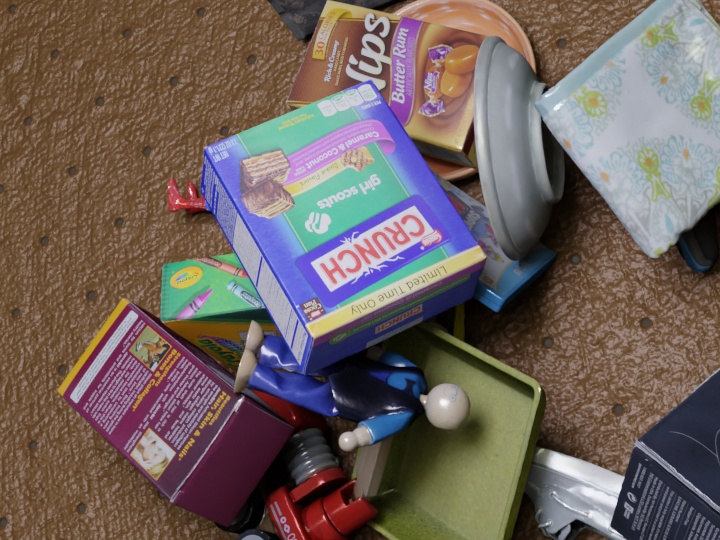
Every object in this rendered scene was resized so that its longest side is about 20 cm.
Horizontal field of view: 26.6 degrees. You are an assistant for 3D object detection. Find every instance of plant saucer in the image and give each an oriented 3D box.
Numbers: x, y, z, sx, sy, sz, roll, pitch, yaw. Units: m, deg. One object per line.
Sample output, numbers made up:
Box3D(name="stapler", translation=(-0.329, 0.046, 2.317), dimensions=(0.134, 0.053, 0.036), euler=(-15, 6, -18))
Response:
Box3D(name="plant saucer", translation=(0.082, -0.177, 1.515), dimensions=(0.198, 0.037, 0.202), euler=(-7, 70, 20))
Box3D(name="plant saucer", translation=(0.083, 0.158, 1.345), dimensions=(0.199, 0.048, 0.201), euler=(27, 108, 47))
Box3D(name="plant saucer", translation=(0.148, -0.111, 1.358), dimensions=(0.050, 0.200, 0.202), euler=(-5, 71, 17))

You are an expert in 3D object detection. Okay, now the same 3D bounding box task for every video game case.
Box3D(name="video game case", translation=(0.073, -0.044, 1.398), dimensions=(0.199, 0.143, 0.018), euler=(35, 119, 13))

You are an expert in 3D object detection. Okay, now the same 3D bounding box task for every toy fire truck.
Box3D(name="toy fire truck", translation=(-0.046, 0.173, 1.390), dimensions=(0.199, 0.129, 0.177), euler=(-33, 63, 12))

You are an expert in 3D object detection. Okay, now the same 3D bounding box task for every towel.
Box3D(name="towel", translation=(0.268, -0.133, 1.325), dimensions=(0.200, 0.048, 0.172), euler=(-38, 88, -23))

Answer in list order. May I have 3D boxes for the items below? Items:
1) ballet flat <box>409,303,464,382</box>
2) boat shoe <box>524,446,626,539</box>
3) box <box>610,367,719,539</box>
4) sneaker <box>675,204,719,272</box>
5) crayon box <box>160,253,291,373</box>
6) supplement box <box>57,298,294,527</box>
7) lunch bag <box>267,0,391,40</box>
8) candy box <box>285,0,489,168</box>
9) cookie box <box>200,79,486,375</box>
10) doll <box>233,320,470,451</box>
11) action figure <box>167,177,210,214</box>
Box3D(name="ballet flat", translation=(0.066, 0.041, 1.431), dimensions=(0.066, 0.067, 0.202), euler=(1, 74, 27))
Box3D(name="boat shoe", translation=(0.186, 0.204, 1.328), dimensions=(0.199, 0.070, 0.072), euler=(18, 79, 25))
Box3D(name="box", translation=(0.340, 0.177, 1.201), dimensions=(0.199, 0.125, 0.196), euler=(-33, 57, -29))
Box3D(name="sneaker", translation=(0.308, -0.099, 1.380), dimensions=(0.081, 0.073, 0.202), euler=(-8, 74, 6))
Box3D(name="crayon box", translation=(-0.089, 0.044, 1.417), dimensions=(0.118, 0.200, 0.059), euler=(-8, 68, 19))
Box3D(name="supplement box", translation=(-0.169, 0.126, 1.377), dimensions=(0.200, 0.086, 0.111), euler=(34, 88, 41))
Box3D(name="lunch bag", translation=(-0.028, -0.370, 1.581), dimensions=(0.163, 0.118, 0.201), euler=(-19, 61, 15))
Box3D(name="candy box", translation=(0.039, -0.183, 1.484), dimensions=(0.199, 0.056, 0.118), euler=(17, 80, 27))
Box3D(name="cookie box", translation=(-0.017, -0.040, 1.291), dimensions=(0.170, 0.075, 0.201), euler=(-24, 67, -19))
Box3D(name="doll", translation=(-0.005, 0.102, 1.290), dimensions=(0.198, 0.049, 0.137), euler=(13, 35, -1))
Box3D(name="action figure", translation=(-0.095, -0.105, 1.541), dimensions=(0.198, 0.065, 0.100), euler=(2, 91, 22))
